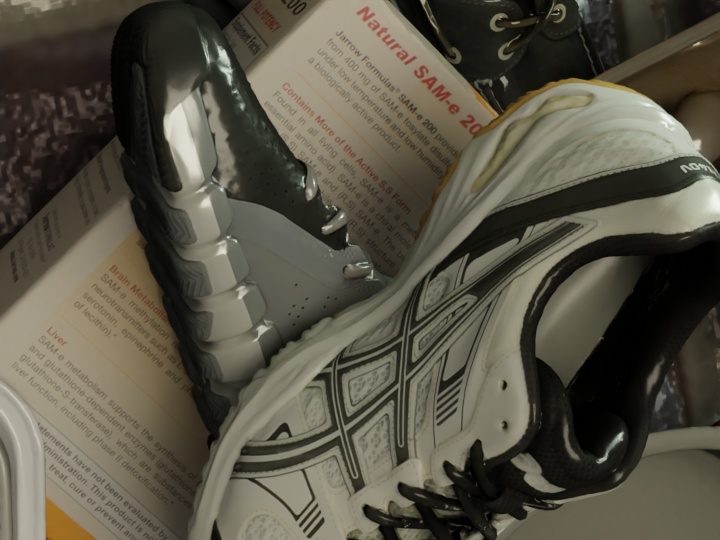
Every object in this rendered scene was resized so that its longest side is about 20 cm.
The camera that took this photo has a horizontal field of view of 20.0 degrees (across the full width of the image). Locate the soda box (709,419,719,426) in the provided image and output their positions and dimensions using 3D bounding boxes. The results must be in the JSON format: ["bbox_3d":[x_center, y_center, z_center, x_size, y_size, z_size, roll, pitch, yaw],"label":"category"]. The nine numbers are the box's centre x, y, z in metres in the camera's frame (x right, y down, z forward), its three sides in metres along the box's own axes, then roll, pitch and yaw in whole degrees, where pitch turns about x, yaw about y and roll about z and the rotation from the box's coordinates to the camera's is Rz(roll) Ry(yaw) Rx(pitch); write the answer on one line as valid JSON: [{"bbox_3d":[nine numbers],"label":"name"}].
[{"bbox_3d":[0.183,0.156,0.811,0.063,0.070,0.200,-29,105,-20],"label":"soda box"}]

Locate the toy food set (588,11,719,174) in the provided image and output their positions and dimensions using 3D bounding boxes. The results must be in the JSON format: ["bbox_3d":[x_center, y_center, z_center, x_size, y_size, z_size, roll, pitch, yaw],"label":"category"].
[{"bbox_3d":[0.176,-0.008,0.695,0.200,0.143,0.060,54,46,-10],"label":"toy food set"}]

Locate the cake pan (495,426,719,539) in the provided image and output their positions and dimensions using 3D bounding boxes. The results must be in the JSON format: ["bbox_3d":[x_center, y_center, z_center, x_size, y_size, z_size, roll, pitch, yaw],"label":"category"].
[{"bbox_3d":[0.081,0.140,0.644,0.200,0.037,0.201,-8,108,-27],"label":"cake pan"}]

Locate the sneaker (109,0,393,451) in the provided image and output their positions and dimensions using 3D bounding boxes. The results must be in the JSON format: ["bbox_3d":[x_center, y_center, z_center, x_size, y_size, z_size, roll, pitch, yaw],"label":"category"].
[{"bbox_3d":[0.000,0.000,0.607,0.115,0.075,0.200,-19,120,-11],"label":"sneaker"}]

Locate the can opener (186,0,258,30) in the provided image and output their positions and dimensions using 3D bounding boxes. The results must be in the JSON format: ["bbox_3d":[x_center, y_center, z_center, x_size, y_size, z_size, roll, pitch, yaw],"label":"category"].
[{"bbox_3d":[-0.003,-0.048,0.722,0.200,0.053,0.067,41,72,-20],"label":"can opener"}]

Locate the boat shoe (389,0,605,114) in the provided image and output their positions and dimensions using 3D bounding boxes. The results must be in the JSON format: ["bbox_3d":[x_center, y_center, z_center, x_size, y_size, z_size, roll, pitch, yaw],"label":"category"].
[{"bbox_3d":[0.041,-0.105,0.736,0.069,0.057,0.200,-40,108,-17],"label":"boat shoe"}]

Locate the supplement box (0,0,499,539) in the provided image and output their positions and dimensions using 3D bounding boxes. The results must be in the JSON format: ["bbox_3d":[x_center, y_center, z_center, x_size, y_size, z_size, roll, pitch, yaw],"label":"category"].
[{"bbox_3d":[-0.037,0.007,0.673,0.200,0.074,0.126,-44,110,4],"label":"supplement box"}]

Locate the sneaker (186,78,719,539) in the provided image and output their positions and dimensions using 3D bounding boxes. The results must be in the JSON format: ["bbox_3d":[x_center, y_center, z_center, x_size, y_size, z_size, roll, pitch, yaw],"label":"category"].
[{"bbox_3d":[0.025,0.043,0.546,0.076,0.088,0.200,27,104,-34],"label":"sneaker"}]

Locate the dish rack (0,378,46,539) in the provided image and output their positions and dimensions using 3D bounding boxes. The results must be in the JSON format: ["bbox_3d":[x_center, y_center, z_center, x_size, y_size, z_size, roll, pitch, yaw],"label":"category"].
[{"bbox_3d":[-0.196,0.113,0.612,0.200,0.044,0.172,1,98,-4],"label":"dish rack"}]
